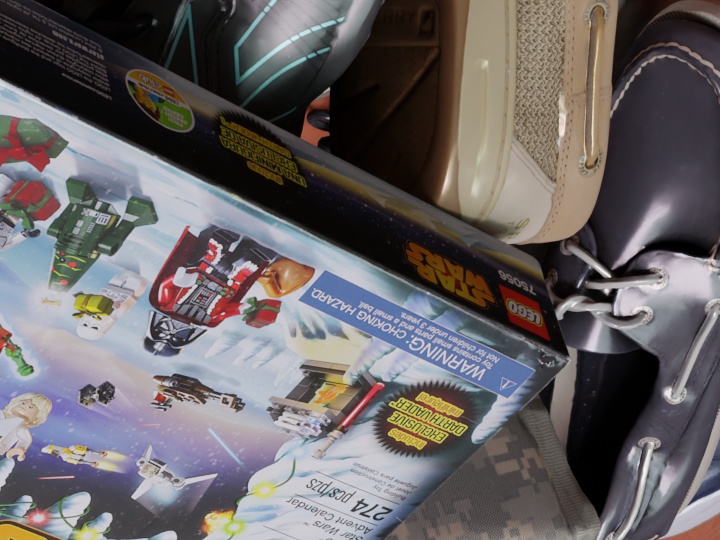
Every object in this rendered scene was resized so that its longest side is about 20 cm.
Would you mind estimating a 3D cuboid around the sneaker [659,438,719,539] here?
[{"bbox_3d":[0.124,0.001,0.918,0.200,0.070,0.108,-51,146,12],"label":"sneaker"}]

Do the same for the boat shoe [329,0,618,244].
[{"bbox_3d":[0.036,-0.106,0.674,0.064,0.071,0.201,1,100,-33],"label":"boat shoe"}]

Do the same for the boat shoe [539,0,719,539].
[{"bbox_3d":[0.088,0.013,0.865,0.063,0.073,0.200,-36,144,-45],"label":"boat shoe"}]

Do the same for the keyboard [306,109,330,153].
[{"bbox_3d":[0.000,0.000,0.864,0.127,0.021,0.200,-44,145,23],"label":"keyboard"}]

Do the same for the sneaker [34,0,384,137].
[{"bbox_3d":[-0.048,-0.051,0.664,0.079,0.075,0.200,-2,113,-42],"label":"sneaker"}]

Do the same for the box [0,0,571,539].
[{"bbox_3d":[-0.071,0.016,0.627,0.200,0.040,0.137,25,122,-32],"label":"box"}]

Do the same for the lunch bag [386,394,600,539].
[{"bbox_3d":[-0.052,0.092,0.836,0.164,0.118,0.200,-9,157,-29],"label":"lunch bag"}]

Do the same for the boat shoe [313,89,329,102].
[{"bbox_3d":[0.029,-0.093,0.732,0.200,0.074,0.076,-33,144,-2],"label":"boat shoe"}]
